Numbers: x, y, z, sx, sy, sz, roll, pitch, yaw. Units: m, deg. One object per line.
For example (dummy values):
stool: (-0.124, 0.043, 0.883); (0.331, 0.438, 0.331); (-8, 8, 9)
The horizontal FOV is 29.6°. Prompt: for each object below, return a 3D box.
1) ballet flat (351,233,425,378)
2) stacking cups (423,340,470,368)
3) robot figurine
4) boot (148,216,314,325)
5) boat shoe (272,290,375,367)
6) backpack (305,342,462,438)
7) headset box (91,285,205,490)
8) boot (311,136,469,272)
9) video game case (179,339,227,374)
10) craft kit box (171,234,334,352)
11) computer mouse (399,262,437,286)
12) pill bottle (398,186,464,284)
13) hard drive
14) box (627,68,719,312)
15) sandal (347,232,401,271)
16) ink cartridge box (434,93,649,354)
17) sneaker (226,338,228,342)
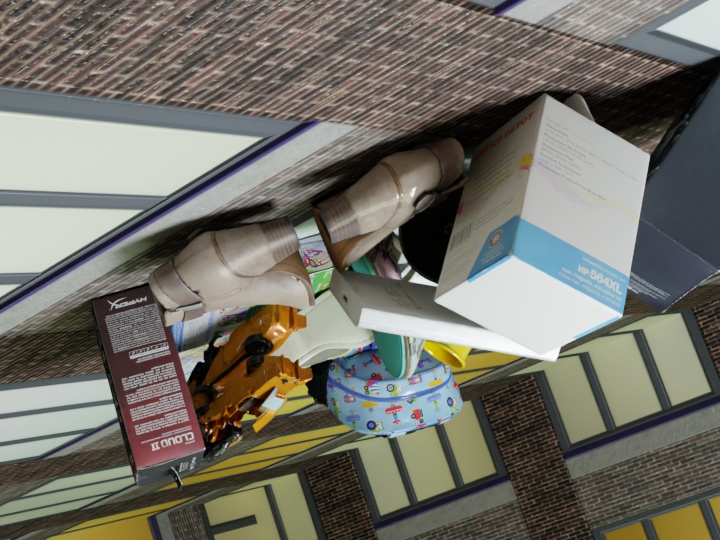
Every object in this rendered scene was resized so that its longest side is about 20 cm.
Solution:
ballet flat: (0.037, 0.022, 1.434); (0.071, 0.201, 0.069); (-35, -147, -23)
stacking cups: (0.140, 0.014, 1.577); (0.200, 0.060, 0.061); (-59, 180, -18)
robot figurine: (-0.132, 0.128, 1.502); (0.058, 0.145, 0.200); (20, 135, -31)
boot: (-0.124, 0.013, 1.308); (0.146, 0.070, 0.200); (-24, 155, -5)
boat shoe: (-0.031, 0.062, 1.535); (0.201, 0.072, 0.060); (-26, 177, 23)
backpack: (0.034, 0.131, 1.787); (0.182, 0.135, 0.200); (-11, -157, -22)
headset box: (-0.221, 0.132, 1.429); (0.077, 0.201, 0.149); (-16, 167, -13)
boot: (0.031, -0.064, 1.283); (0.146, 0.070, 0.200); (-27, 177, -5)
video game case: (-0.207, 0.099, 1.747); (0.143, 0.018, 0.200); (-23, 168, 12)
craft kit box: (-0.121, 0.027, 1.500); (0.197, 0.049, 0.200); (-14, 167, -13)
computer mouse: (0.101, 0.005, 1.607); (0.200, 0.044, 0.110); (-23, 154, -50)
pill bottle: (0.117, -0.030, 1.448); (0.112, 0.112, 0.200); (-22, 168, 14)
hard drive: (0.079, 0.042, 1.320); (0.199, 0.026, 0.132); (11, -167, -16)
box: (0.333, -0.083, 1.352); (0.200, 0.104, 0.182); (-55, 177, -15)
sandal: (0.000, 0.000, 1.563); (0.081, 0.055, 0.200); (-22, 155, -15)
ink cartridge box: (0.170, -0.050, 1.247); (0.125, 0.201, 0.128); (27, 150, -18)
sneaker: (-0.125, 0.106, 1.729); (0.071, 0.073, 0.200); (-38, 155, -3)
